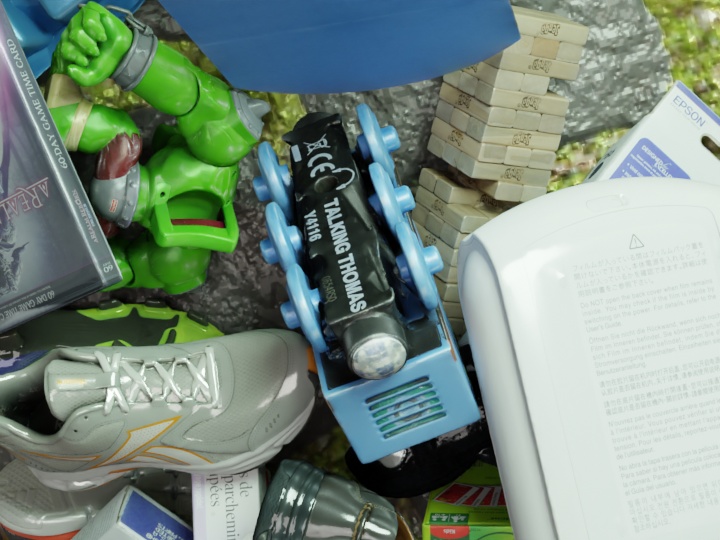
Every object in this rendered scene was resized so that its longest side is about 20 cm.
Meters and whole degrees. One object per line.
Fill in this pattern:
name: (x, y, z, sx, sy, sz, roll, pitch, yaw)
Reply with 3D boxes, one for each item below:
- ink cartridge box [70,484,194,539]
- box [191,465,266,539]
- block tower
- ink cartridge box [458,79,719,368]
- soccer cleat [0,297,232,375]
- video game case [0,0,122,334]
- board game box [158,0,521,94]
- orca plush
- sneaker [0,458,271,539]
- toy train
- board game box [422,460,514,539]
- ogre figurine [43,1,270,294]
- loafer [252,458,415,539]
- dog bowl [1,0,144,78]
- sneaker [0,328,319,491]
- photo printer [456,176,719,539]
ink cartridge box: (-0.119, 0.245, 0.990, 0.196, 0.043, 0.200, 37, 121, -15)
box: (-0.070, 0.165, 0.901, 0.039, 0.041, 0.201, -5, 66, 1)
block tower: (0.069, -0.047, 0.916, 0.058, 0.054, 0.201, 5, 108, -30)
ink cartridge box: (0.149, 0.000, 0.906, 0.099, 0.039, 0.200, 42, 72, -4)
soccer cleat: (-0.159, 0.061, 0.992, 0.199, 0.065, 0.084, 7, 135, 2)
video game case: (-0.219, -0.065, 0.895, 0.143, 0.019, 0.201, -21, 93, 38)
board game box: (-0.007, -0.140, 0.806, 0.157, 0.200, 0.039, -8, 76, 11)
orca plush: (0.094, 0.089, 0.931, 0.199, 0.105, 0.071, -18, 58, -14)
sneaker: (-0.126, 0.160, 1.011, 0.199, 0.077, 0.082, 9, 134, 4)
toy train: (0.000, 0.000, 0.865, 0.086, 0.200, 0.114, -21, 130, 3)
board game box: (0.140, 0.146, 0.941, 0.199, 0.102, 0.048, 0, 108, 8)
ogre figurine: (-0.128, -0.049, 0.920, 0.119, 0.098, 0.201, 13, 109, -15)
loafer: (-0.004, 0.158, 0.919, 0.072, 0.200, 0.073, 16, 80, 14)
dog bowl: (-0.195, -0.165, 0.934, 0.200, 0.050, 0.112, -34, 98, 15)
sneaker: (-0.119, 0.071, 0.881, 0.199, 0.092, 0.076, -17, 61, 21)
photo printer: (0.140, 0.053, 0.836, 0.166, 0.069, 0.201, -11, 82, -18)
